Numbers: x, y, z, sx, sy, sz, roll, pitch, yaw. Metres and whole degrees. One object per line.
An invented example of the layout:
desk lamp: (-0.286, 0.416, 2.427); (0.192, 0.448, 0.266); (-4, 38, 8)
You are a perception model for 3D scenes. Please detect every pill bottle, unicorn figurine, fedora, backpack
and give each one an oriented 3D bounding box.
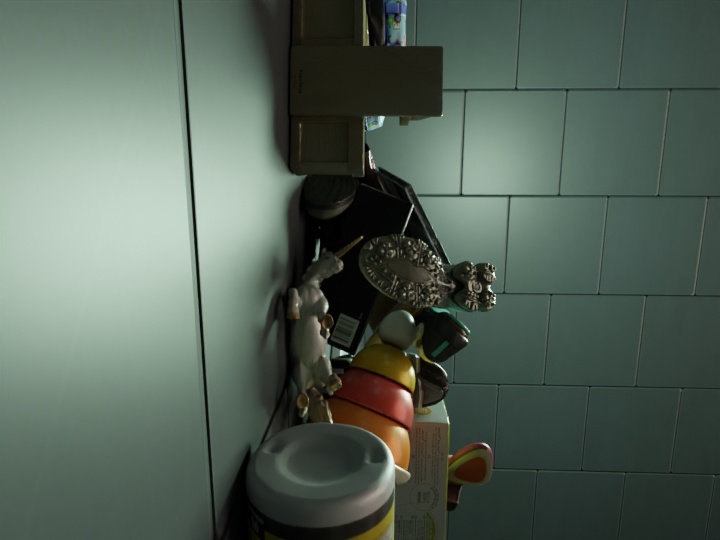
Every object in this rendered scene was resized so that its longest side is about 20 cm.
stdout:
pill bottle: (-0.029, 0.236, 0.419); (0.114, 0.112, 0.205); (-78, 168, -78)
unicorn figurine: (-0.048, 0.059, 0.571); (0.137, 0.072, 0.204); (-132, -125, -80)
fedora: (0.068, 0.051, 0.855); (0.082, 0.199, 0.201); (50, -14, 20)
backpack: (0.008, -0.317, 0.867); (0.183, 0.131, 0.205); (-80, 170, -78)

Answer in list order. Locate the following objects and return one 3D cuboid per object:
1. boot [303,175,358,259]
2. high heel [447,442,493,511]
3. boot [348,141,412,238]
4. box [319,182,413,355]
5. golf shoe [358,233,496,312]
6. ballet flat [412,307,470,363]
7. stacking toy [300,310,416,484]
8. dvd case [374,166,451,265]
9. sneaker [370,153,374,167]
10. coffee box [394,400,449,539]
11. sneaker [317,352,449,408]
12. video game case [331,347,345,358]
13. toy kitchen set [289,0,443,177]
boot: (-0.038, -0.066, 0.747); (0.201, 0.066, 0.133); (-80, 176, -68)
high heel: (0.161, 0.296, 0.856); (0.202, 0.066, 0.097); (110, 0, -45)
boot: (0.010, -0.119, 0.841); (0.200, 0.072, 0.168); (43, -21, 25)
box: (0.000, 0.000, 0.739); (0.141, 0.078, 0.204); (32, 79, -84)
golf shoe: (0.070, 0.015, 0.660); (0.097, 0.197, 0.080); (-13, -116, 57)
ballet flat: (0.100, 0.085, 0.725); (0.069, 0.068, 0.200); (-49, 173, 3)
stacking toy: (0.025, 0.145, 0.674); (0.147, 0.144, 0.203); (84, 30, -69)
dvd case: (0.078, -0.082, 0.841); (0.150, 0.016, 0.200); (60, 0, -21)
sneaker: (-0.018, -0.151, 0.997); (0.073, 0.087, 0.203); (-37, 128, -31)
coffee box: (0.030, 0.286, 0.830); (0.200, 0.193, 0.205); (-71, 162, -81)
sneaker: (0.025, 0.151, 0.799); (0.115, 0.195, 0.077); (165, -69, -85)
video game case: (-0.042, 0.185, 1.133); (0.184, 0.021, 0.203); (87, 4, -50)
toy kitchen set: (0.009, -0.205, 0.648); (0.180, 0.159, 0.205); (37, 54, -87)
